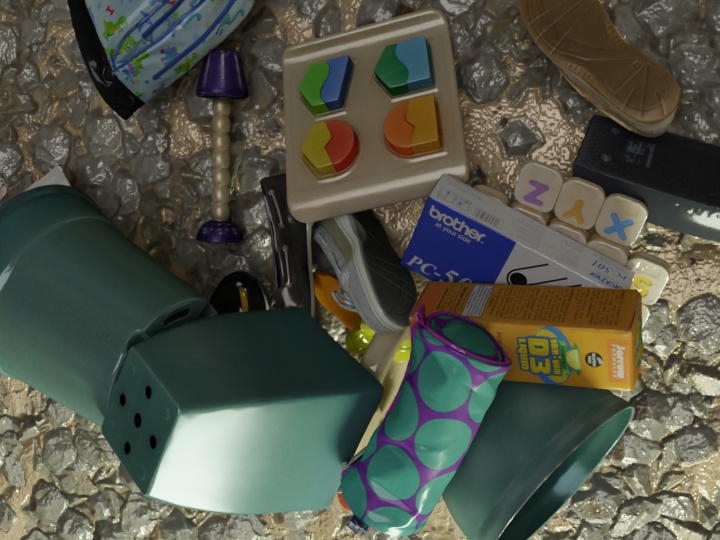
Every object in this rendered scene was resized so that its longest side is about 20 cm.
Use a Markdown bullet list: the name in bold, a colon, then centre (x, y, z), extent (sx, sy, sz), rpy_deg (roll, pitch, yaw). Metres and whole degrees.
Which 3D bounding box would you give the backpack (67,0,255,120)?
- **backpack**: centre (-0.201, -0.282, 0.942), extent (0.198, 0.154, 0.164), rpy_deg (-24, 60, 1)

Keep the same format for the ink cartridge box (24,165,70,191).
- **ink cartridge box**: centre (-0.341, 0.009, 1.044), extent (0.160, 0.050, 0.201), rpy_deg (-33, 82, 14)

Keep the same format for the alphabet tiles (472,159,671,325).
- **alphabet tiles**: centre (0.186, -0.007, 0.873), extent (0.198, 0.015, 0.197), rpy_deg (24, 136, 11)

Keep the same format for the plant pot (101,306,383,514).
- **plant pot**: centre (-0.115, 0.127, 0.815), extent (0.141, 0.199, 0.142), rpy_deg (40, 115, 38)

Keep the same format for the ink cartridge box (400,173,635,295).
- **ink cartridge box**: centre (0.143, -0.002, 0.859), extent (0.199, 0.044, 0.094), rpy_deg (28, 135, 7)

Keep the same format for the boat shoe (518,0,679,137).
- **boat shoe**: centre (0.224, -0.200, 0.878), extent (0.073, 0.069, 0.201), rpy_deg (-36, 64, 4)

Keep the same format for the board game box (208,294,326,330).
- **board game box**: centre (-0.127, 0.141, 1.010), extent (0.134, 0.028, 0.202), rpy_deg (17, 98, 11)

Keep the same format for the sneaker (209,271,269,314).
- **sneaker**: centre (-0.151, 0.101, 0.951), extent (0.069, 0.090, 0.202), rpy_deg (20, 98, 12)

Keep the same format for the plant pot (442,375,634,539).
- **plant pot**: centre (0.144, 0.159, 0.876), extent (0.134, 0.200, 0.201), rpy_deg (44, 103, 26)

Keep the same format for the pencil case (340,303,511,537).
- **pencil case**: centre (0.051, 0.134, 0.792), extent (0.092, 0.085, 0.201), rpy_deg (27, 111, 6)

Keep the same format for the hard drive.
- **hard drive**: centre (0.298, -0.081, 0.844), extent (0.198, 0.135, 0.043), rpy_deg (18, 125, 13)

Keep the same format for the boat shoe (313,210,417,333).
- **boat shoe**: centre (-0.001, -0.001, 0.902), extent (0.074, 0.203, 0.065), rpy_deg (27, 114, -35)

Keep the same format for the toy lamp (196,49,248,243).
- **toy lamp**: centre (-0.149, -0.132, 0.980), extent (0.058, 0.058, 0.202), rpy_deg (5, 98, 13)

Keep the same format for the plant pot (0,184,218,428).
- **plant pot**: centre (-0.254, 0.050, 0.877), extent (0.195, 0.200, 0.202), rpy_deg (29, 101, 24)

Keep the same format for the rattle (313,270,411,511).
- **rattle**: centre (-0.029, 0.116, 0.921), extent (0.142, 0.130, 0.201), rpy_deg (27, 84, -1)

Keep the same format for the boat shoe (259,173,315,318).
- **boat shoe**: centre (-0.078, -0.002, 0.952), extent (0.056, 0.067, 0.202), rpy_deg (2, 79, -13)

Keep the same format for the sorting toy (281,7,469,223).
- **sorting toy**: centre (0.007, -0.160, 0.916), extent (0.183, 0.036, 0.202), rpy_deg (-11, 67, 14)

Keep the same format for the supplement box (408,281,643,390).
- **supplement box**: centre (0.148, 0.056, 0.820), extent (0.198, 0.069, 0.067), rpy_deg (1, 120, 22)
